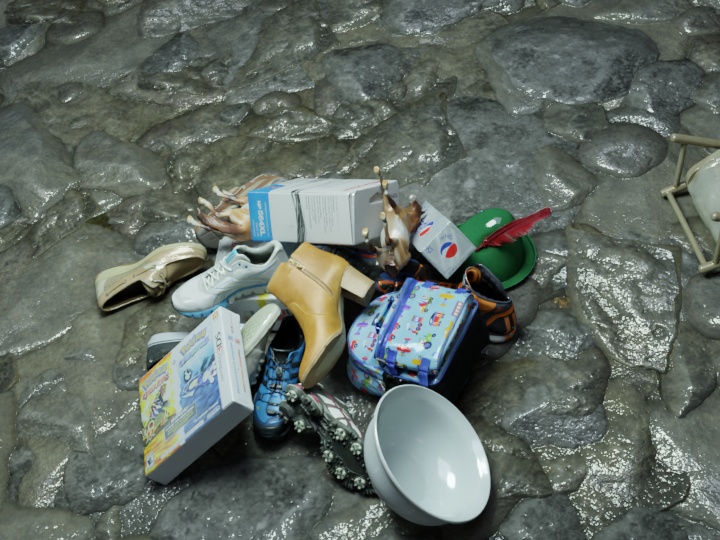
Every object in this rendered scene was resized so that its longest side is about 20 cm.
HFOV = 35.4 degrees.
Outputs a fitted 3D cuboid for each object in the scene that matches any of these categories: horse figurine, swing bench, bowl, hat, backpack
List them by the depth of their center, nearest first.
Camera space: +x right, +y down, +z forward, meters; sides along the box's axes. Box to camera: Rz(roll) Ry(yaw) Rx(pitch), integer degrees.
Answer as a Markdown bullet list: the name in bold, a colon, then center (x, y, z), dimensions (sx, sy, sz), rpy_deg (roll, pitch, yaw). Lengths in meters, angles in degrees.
- **bowl**: center (0.074, 0.264, 1.523), dimensions (0.199, 0.090, 0.203), rpy_deg (26, 43, -26)
- **backpack**: center (0.068, 0.103, 1.666), dimensions (0.198, 0.135, 0.184), rpy_deg (15, 57, 31)
- **horse figurine**: center (0.048, -0.059, 1.685), dimensions (0.049, 0.133, 0.202), rpy_deg (-11, 45, 20)
- **swing bench**: center (0.608, -0.119, 1.786), dimensions (0.196, 0.131, 0.201), rpy_deg (-7, 45, -4)
- **hat**: center (0.203, -0.083, 1.787), dimensions (0.196, 0.178, 0.167), rpy_deg (-2, 46, 9)
- **horse figurine**: center (-0.197, -0.093, 1.834), dimensions (0.131, 0.051, 0.200), rpy_deg (20, 26, 11)

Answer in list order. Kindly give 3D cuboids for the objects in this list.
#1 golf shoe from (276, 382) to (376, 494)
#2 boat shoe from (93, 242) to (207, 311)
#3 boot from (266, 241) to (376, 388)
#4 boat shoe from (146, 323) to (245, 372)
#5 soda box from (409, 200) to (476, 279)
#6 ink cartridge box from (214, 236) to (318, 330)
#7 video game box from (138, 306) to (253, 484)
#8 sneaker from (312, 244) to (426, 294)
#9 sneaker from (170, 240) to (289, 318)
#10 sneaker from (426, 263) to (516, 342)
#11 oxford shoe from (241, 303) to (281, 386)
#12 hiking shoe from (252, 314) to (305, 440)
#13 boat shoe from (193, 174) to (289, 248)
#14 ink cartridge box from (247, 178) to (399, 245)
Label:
- **golf shoe**: center (-0.027, 0.229, 1.609), dimensions (0.200, 0.078, 0.088), rpy_deg (45, 31, 20)
- **boat shoe**: center (-0.346, 0.015, 1.880), dimensions (0.197, 0.072, 0.065), rpy_deg (-21, 53, 2)
- **boot**: center (-0.081, 0.062, 1.652), dimensions (0.142, 0.071, 0.203), rpy_deg (25, 66, 19)
- **boat shoe**: center (-0.241, 0.129, 1.755), dimensions (0.196, 0.069, 0.057), rpy_deg (-7, 49, 13)
- **soda box**: center (0.119, -0.051, 1.774), dimensions (0.068, 0.063, 0.200), rpy_deg (-46, 14, 3)
- **ink cartridge box**: center (-0.133, 0.018, 1.821), dimensions (0.196, 0.084, 0.147), rpy_deg (-2, 46, 8)
- **video game box**: center (-0.244, 0.181, 1.646), dimensions (0.200, 0.047, 0.184), rpy_deg (-41, 39, 23)
- **sneaker**: center (0.000, 0.000, 1.750), dimensions (0.197, 0.077, 0.078), rpy_deg (11, 9, -11)
- **sneaker**: center (-0.202, 0.003, 1.732), dimensions (0.197, 0.087, 0.075), rpy_deg (-22, 49, -8)
- **sneaker**: center (0.151, 0.030, 1.738), dimensions (0.197, 0.113, 0.078), rpy_deg (17, 51, 24)
- **oxford shoe**: center (-0.174, 0.140, 1.691), dimensions (0.202, 0.057, 0.075), rpy_deg (-58, 17, -1)
- **hiking shoe**: center (-0.125, 0.158, 1.687), dimensions (0.073, 0.087, 0.202), rpy_deg (1, 48, 11)
- **boat shoe**: center (-0.210, -0.106, 1.966), dimensions (0.199, 0.077, 0.071), rpy_deg (-31, 42, -27)
- **ink cartridge box**: center (-0.056, -0.094, 1.768), dimensions (0.197, 0.086, 0.145), rpy_deg (5, 14, 34)
